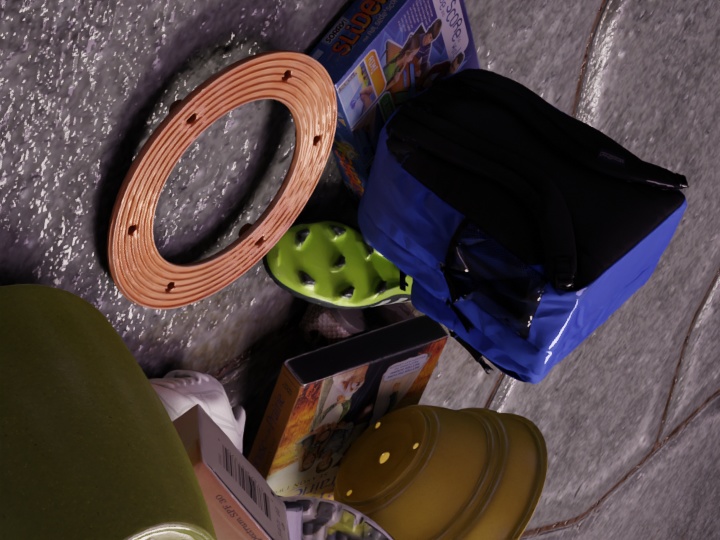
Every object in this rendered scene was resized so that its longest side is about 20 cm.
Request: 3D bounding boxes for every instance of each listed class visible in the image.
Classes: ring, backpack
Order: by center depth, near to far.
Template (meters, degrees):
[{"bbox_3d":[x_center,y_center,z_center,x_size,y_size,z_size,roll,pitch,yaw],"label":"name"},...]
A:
[{"bbox_3d":[-0.093,-0.061,1.346,0.200,0.019,0.201,-38,150,-26],"label":"ring"},{"bbox_3d":[0.095,-0.031,1.447,0.162,0.200,0.168,-35,157,-42],"label":"backpack"}]

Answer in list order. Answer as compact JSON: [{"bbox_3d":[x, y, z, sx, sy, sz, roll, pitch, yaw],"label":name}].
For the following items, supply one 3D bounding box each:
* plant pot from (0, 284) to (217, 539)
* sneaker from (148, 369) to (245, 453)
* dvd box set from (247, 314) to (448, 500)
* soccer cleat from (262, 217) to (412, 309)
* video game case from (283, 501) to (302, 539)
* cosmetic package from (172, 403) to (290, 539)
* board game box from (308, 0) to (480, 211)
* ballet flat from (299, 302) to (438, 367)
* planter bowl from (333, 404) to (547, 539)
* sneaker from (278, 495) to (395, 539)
[{"bbox_3d":[-0.170,0.135,1.171,0.187,0.200,0.188,-18,125,-28],"label":"plant pot"},{"bbox_3d":[-0.136,0.102,1.420,0.200,0.075,0.081,49,53,-60],"label":"sneaker"},{"bbox_3d":[-0.021,0.126,1.606,0.146,0.029,0.200,-16,144,-35],"label":"dvd box set"},{"bbox_3d":[0.000,0.000,1.531,0.199,0.081,0.068,2,79,-39],"label":"soccer cleat"},{"bbox_3d":[-0.137,0.239,1.435,0.199,0.019,0.144,-1,98,-24],"label":"video game case"},{"bbox_3d":[-0.153,0.194,1.329,0.200,0.103,0.087,-37,-159,9],"label":"cosmetic package"},{"bbox_3d":[0.030,-0.135,1.480,0.135,0.034,0.200,-50,154,-16],"label":"board game box"},{"bbox_3d":[0.006,0.052,1.626,0.046,0.068,0.200,-35,159,16],"label":"ballet flat"},{"bbox_3d":[0.041,0.165,1.566,0.083,0.200,0.201,45,74,-25],"label":"planter bowl"},{"bbox_3d":[-0.055,0.197,1.529,0.085,0.199,0.075,9,95,-75],"label":"sneaker"}]
